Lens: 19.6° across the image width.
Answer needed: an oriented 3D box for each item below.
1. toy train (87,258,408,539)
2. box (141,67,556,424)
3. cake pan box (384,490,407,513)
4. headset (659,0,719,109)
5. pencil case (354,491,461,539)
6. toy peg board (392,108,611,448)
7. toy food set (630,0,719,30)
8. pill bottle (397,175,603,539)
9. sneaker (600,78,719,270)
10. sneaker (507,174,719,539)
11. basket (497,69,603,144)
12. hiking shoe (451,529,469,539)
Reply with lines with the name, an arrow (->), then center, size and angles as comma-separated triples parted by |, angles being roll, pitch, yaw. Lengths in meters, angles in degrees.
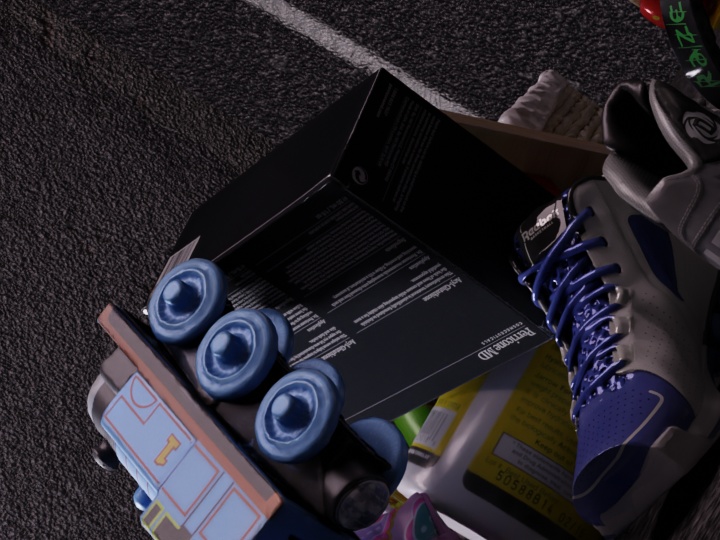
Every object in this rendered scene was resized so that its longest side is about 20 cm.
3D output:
toy train -> -0.063, 0.078, 0.992 | 0.114, 0.200, 0.087 | -49, -45, 1
box -> 0.000, 0.000, 1.072 | 0.200, 0.141, 0.079 | -31, 27, 51
cake pan box -> -0.052, 0.197, 1.237 | 0.052, 0.184, 0.201 | 12, -79, -41
headset -> 0.233, -0.152, 1.137 | 0.199, 0.124, 0.094 | -23, 5, -33
pencil case -> -0.034, 0.189, 1.023 | 0.199, 0.088, 0.087 | -27, -8, -8
toy peg board -> 0.105, 0.032, 1.215 | 0.201, 0.198, 0.098 | -69, 27, 22
toy food set -> 0.246, -0.202, 1.221 | 0.200, 0.197, 0.049 | 106, 149, -61
pill bottle -> 0.112, 0.055, 1.097 | 0.201, 0.111, 0.111 | -59, -3, -7
sneaker -> 0.166, -0.060, 0.933 | 0.075, 0.115, 0.200 | -61, -2, 26
sneaker -> 0.113, 0.027, 0.955 | 0.081, 0.115, 0.200 | -50, 4, 37
basket -> 0.129, 0.000, 1.400 | 0.199, 0.160, 0.200 | -61, -5, 20
hiking shoe -> 0.097, 0.157, 1.270 | 0.086, 0.075, 0.200 | -33, 2, 15
